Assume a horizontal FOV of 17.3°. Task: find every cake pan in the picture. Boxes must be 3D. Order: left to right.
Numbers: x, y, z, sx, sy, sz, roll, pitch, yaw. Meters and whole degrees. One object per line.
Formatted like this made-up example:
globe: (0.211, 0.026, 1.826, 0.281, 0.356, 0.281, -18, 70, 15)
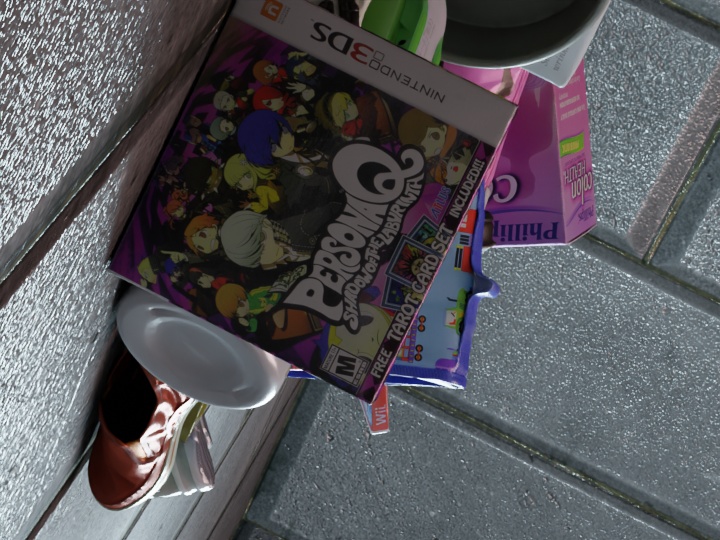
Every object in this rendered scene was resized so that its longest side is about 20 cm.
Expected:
cake pan: (0.082, -0.232, 1.634, 0.037, 0.199, 0.201, -70, -177, -49)

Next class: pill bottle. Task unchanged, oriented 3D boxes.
pill bottle: (-0.068, -0.019, 1.576, 0.201, 0.119, 0.120, -61, 177, -32)

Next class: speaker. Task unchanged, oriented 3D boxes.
speaker: (0.000, -0.124, 1.550, 0.201, 0.088, 0.089, -71, -177, -45)

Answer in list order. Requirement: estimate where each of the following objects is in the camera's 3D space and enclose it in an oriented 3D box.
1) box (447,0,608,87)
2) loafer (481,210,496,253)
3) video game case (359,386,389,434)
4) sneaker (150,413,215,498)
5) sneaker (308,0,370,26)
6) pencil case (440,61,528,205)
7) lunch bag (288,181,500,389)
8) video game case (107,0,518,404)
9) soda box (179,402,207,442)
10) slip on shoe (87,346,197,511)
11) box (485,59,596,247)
box: (0.109, -0.276, 1.710, 0.131, 0.199, 0.199, -61, 177, -49)
loafer: (0.039, 0.023, 1.770, 0.073, 0.072, 0.200, -12, 158, -45)
video game case: (-0.001, 0.012, 1.935, 0.143, 0.017, 0.201, -110, -165, -54)
sneaker: (-0.161, 0.123, 1.841, 0.200, 0.082, 0.075, -112, -173, -77)
sneaker: (-0.037, -0.155, 1.505, 0.200, 0.077, 0.089, -58, -174, -32)
pencil case: (0.077, -0.119, 1.820, 0.091, 0.093, 0.201, 12, 97, -70)
lunch bag: (0.000, 0.000, 1.682, 0.094, 0.199, 0.152, 38, 58, -71)
video game case: (-0.028, -0.049, 1.416, 0.201, 0.181, 0.036, -63, 177, 4)
soda box: (-0.114, 0.034, 1.798, 0.068, 0.064, 0.200, -64, 179, 41)
slip on shoe: (-0.161, 0.105, 1.675, 0.061, 0.074, 0.200, -17, 153, -35)
box: (0.090, -0.123, 1.933, 0.097, 0.175, 0.201, -30, 116, -66)
